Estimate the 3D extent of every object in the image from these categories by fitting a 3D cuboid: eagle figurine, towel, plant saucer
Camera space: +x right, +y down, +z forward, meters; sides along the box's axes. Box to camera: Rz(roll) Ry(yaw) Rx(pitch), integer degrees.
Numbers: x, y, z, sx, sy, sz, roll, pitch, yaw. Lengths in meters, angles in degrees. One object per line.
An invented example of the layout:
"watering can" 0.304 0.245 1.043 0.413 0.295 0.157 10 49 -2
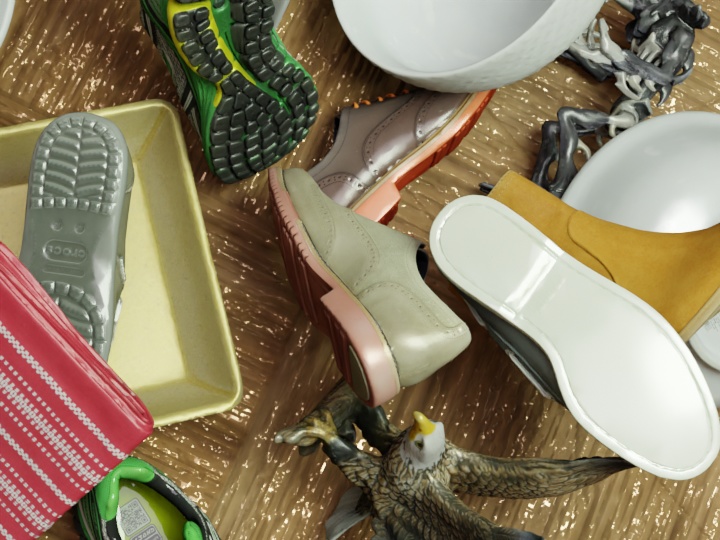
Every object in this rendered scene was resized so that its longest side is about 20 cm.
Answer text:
"eagle figurine" 0.053 0.125 0.960 0.199 0.151 0.152 30 98 19
"towel" -0.225 0.094 0.944 0.200 0.022 0.145 -41 93 19
"plant saucer" -0.190 0.011 1.027 0.199 0.048 0.201 -12 81 -14

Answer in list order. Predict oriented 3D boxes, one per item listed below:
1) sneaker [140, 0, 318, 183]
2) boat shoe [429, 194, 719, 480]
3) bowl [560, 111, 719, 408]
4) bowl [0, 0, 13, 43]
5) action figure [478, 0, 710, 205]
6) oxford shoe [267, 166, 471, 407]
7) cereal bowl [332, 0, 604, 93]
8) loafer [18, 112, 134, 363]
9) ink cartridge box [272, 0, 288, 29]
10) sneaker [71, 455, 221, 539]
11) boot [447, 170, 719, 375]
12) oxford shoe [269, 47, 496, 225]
"sneaker" -0.083 -0.133 1.008 0.078 0.200 0.085 -31 54 -14
"boat shoe" 0.120 0.037 0.933 0.200 0.062 0.073 43 86 11
"bowl" 0.220 0.006 1.045 0.200 0.090 0.202 -5 105 -20
"bowl" -0.309 -0.164 1.013 0.200 0.090 0.202 2 77 -10
"action figure" 0.156 -0.128 1.094 0.102 0.119 0.201 34 79 -10
"oxford shoe" 0.000 0.000 0.981 0.073 0.071 0.200 -21 45 -11
"cereal bowl" 0.083 -0.201 1.050 0.083 0.199 0.201 23 68 -50
"loafer" -0.165 0.011 0.971 0.075 0.070 0.201 15 92 8
"ink cartridge box" -0.081 -0.262 1.031 0.146 0.200 0.147 24 74 -5
"sneaker" -0.099 0.194 0.985 0.078 0.085 0.200 -41 88 -17
"boot" 0.138 -0.011 0.962 0.144 0.201 0.071 45 39 11
"oxford shoe" 0.025 -0.094 1.083 0.072 0.071 0.200 41 74 5
